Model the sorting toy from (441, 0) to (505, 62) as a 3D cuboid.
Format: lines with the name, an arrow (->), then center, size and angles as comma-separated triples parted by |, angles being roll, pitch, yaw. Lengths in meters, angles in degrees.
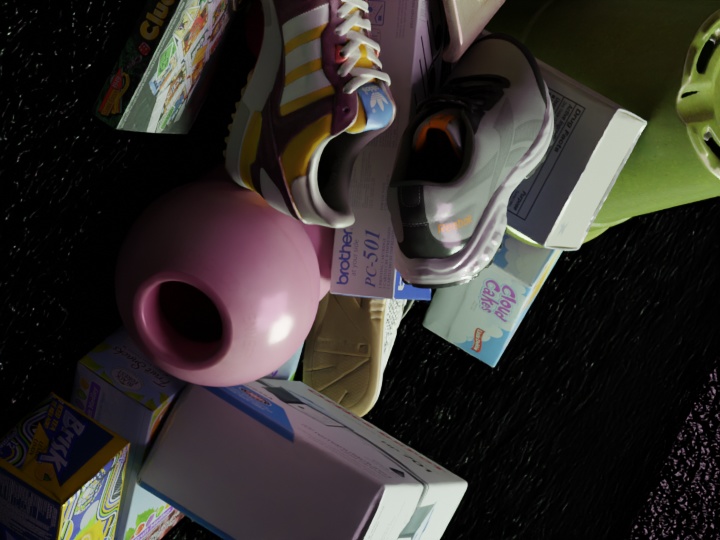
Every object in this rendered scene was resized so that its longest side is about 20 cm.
sorting toy -> 0.085, -0.253, 1.451 | 0.185, 0.036, 0.201 | -53, 142, -48

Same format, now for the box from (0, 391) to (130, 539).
box -> -0.198, 0.174, 1.481 | 0.070, 0.064, 0.201 | -44, 158, -41

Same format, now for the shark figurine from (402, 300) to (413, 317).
shark figurine -> 0.032, -0.042, 1.771 | 0.128, 0.090, 0.215 | -24, 151, 0

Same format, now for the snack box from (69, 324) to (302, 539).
snack box -> -0.115, 0.082, 1.559 | 0.200, 0.067, 0.169 | -44, 158, -45

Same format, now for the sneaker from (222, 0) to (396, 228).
sneaker -> -0.012, -0.123, 1.338 | 0.075, 0.090, 0.201 | -18, 128, -47

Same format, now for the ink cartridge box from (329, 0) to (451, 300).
ink cartridge box -> 0.021, -0.083, 1.461 | 0.094, 0.044, 0.201 | 4, 92, -74

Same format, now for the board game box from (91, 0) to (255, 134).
board game box -> -0.077, -0.168, 1.309 | 0.201, 0.023, 0.105 | -62, 163, 10

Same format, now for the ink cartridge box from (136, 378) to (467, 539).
ink cartridge box -> -0.033, 0.137, 1.517 | 0.086, 0.146, 0.200 | -62, 163, 6

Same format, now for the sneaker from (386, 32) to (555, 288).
sneaker -> 0.065, -0.080, 1.410 | 0.201, 0.074, 0.080 | -69, 149, -44

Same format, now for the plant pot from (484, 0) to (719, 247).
plant pot -> 0.195, -0.116, 1.628 | 0.199, 0.190, 0.201 | 0, 90, -37

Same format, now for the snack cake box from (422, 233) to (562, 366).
snack cake box -> 0.128, -0.041, 1.786 | 0.200, 0.067, 0.115 | -56, 174, -34

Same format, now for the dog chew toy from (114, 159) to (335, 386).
dog chew toy -> -0.067, -0.014, 1.454 | 0.200, 0.124, 0.125 | -50, 164, -56

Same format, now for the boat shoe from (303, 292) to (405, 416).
boat shoe -> 0.000, 0.000, 1.655 | 0.069, 0.070, 0.201 | -37, 139, -76

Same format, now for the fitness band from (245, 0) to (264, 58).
fitness band -> 0.000, -0.206, 1.448 | 0.200, 0.037, 0.144 | -53, 163, -17

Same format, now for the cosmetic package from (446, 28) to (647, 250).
cosmetic package -> 0.071, -0.104, 1.540 | 0.104, 0.200, 0.087 | -60, 161, 9
